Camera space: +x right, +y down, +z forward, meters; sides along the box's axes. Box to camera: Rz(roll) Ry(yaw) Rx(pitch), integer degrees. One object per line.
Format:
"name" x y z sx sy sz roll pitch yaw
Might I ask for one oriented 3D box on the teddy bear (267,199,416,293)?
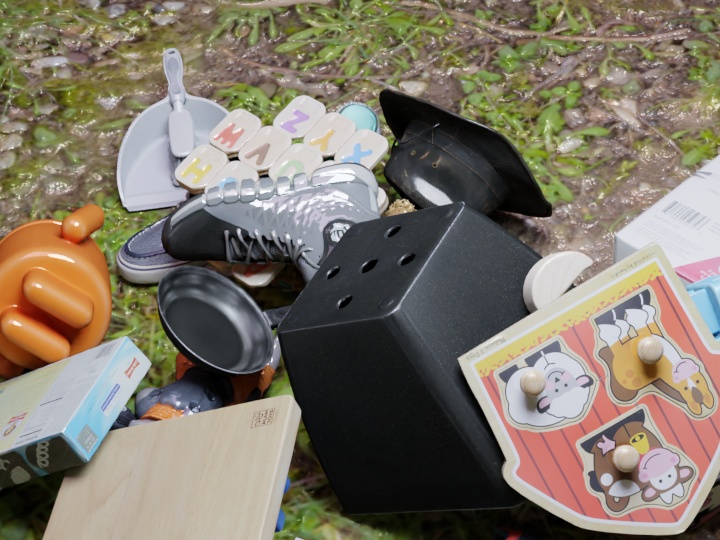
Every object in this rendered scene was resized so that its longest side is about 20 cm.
"teddy bear" 0.000 0.000 1.698 0.199 0.067 0.146 7 63 8

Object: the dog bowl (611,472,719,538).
"dog bowl" 0.232 0.136 1.529 0.199 0.074 0.201 -4 42 3

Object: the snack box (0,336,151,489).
"snack box" -0.274 0.128 1.541 0.199 0.037 0.116 -20 28 39

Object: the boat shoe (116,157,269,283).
"boat shoe" -0.149 -0.065 1.779 0.199 0.093 0.075 -26 45 -22

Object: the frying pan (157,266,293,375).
"frying pan" -0.108 0.034 1.593 0.115 0.031 0.190 46 32 7

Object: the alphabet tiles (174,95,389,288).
"alphabet tiles" -0.075 -0.078 1.710 0.200 0.015 0.196 31 68 30

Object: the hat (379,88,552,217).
"hat" 0.079 -0.083 1.738 0.200 0.201 0.081 28 73 32

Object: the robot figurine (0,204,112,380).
"robot figurine" -0.279 0.019 1.657 0.116 0.145 0.200 -8 16 -7

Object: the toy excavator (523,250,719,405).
"toy excavator" 0.248 0.052 1.435 0.199 0.195 0.100 -22 1 -9

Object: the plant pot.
"plant pot" 0.054 0.060 1.488 0.199 0.178 0.200 -9 34 44

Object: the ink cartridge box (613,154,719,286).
"ink cartridge box" 0.348 -0.022 1.685 0.200 0.083 0.146 -35 49 -28

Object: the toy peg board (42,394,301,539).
"toy peg board" -0.136 0.216 1.425 0.198 0.098 0.201 -13 38 21

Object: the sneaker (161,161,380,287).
"sneaker" -0.073 -0.021 1.616 0.199 0.075 0.116 -16 56 1

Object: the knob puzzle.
"knob puzzle" 0.195 0.110 1.378 0.218 0.221 0.030 -9 4 -4

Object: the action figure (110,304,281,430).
"action figure" -0.164 0.103 1.589 0.199 0.105 0.194 12 34 14

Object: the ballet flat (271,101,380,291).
"ballet flat" -0.037 -0.065 1.780 0.072 0.072 0.201 19 75 25

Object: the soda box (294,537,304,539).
"soda box" -0.065 0.299 1.380 0.063 0.068 0.200 16 46 21

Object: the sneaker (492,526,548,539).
"sneaker" 0.081 0.266 1.402 0.084 0.075 0.200 24 39 27

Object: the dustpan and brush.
"dustpan and brush" -0.186 -0.153 1.907 0.139 0.057 0.201 -8 41 -3
